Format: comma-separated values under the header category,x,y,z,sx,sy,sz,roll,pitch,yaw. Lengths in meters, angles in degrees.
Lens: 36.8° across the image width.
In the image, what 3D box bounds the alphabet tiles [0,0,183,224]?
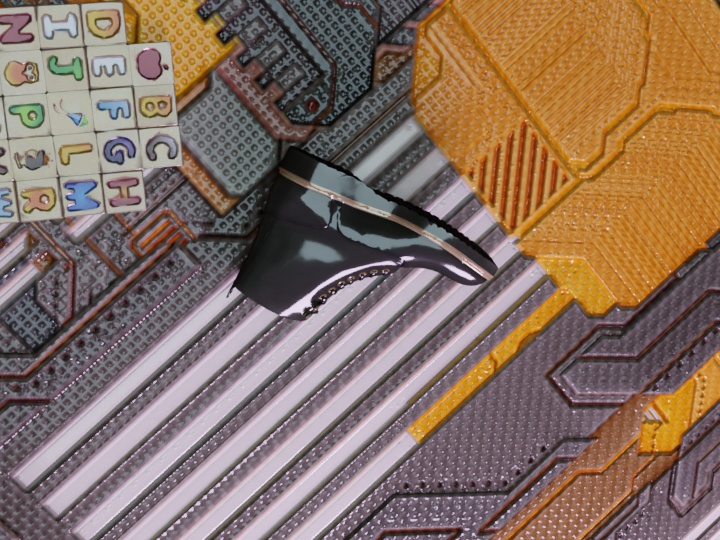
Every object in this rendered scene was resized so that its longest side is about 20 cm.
category,x,y,z,sx,sy,sz,roll,pitch,yaw
alphabet tiles,-0.244,-0.123,0.850,0.200,0.006,0.167,-7,103,-14

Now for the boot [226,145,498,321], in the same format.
category,x,y,z,sx,sy,sz,roll,pitch,yaw
boot,0.000,0.000,0.913,0.200,0.077,0.138,27,98,-5
